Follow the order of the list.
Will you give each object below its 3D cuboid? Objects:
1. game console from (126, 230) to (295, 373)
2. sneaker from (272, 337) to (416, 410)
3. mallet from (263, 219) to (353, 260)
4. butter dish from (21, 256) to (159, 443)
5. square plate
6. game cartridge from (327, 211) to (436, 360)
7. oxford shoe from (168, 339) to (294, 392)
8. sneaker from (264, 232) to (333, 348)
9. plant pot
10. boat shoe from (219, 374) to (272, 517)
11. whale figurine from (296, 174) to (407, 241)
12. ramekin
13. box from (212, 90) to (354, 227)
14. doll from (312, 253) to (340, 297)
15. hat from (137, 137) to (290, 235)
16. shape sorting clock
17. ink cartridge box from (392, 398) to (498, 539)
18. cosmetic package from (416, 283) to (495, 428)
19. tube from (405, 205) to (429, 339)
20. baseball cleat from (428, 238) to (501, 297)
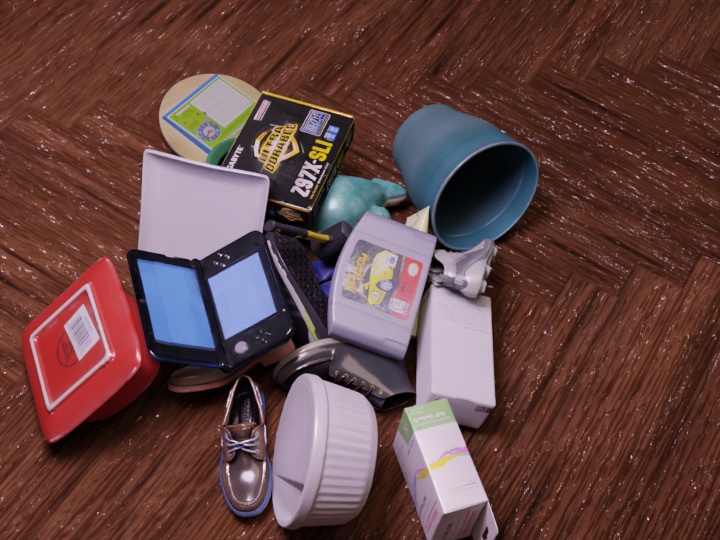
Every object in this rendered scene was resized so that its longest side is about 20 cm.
[{"bbox_3d":[-0.207,0.030,1.571,0.170,0.118,0.200,-29,53,9],"label":"game console"},{"bbox_3d":[-0.020,0.156,1.637,0.199,0.075,0.106,-12,58,-18],"label":"sneaker"},{"bbox_3d":[-0.070,-0.056,1.643,0.066,0.200,0.041,-28,72,16],"label":"mallet"},{"bbox_3d":[-0.350,0.121,1.575,0.148,0.199,0.200,26,30,-49],"label":"butter dish"},{"bbox_3d":[-0.234,-0.069,1.692,0.197,0.201,0.028,13,23,11],"label":"square plate"},{"bbox_3d":[0.026,0.017,1.660,0.133,0.041,0.201,18,68,-5],"label":"game cartridge"},{"bbox_3d":[-0.191,0.114,1.628,0.200,0.074,0.071,-24,21,-31],"label":"oxford shoe"},{"bbox_3d":[-0.104,0.039,1.676,0.072,0.083,0.201,-20,83,-59],"label":"sneaker"},{"bbox_3d":[0.151,-0.167,1.835,0.199,0.201,0.188,-20,46,-22],"label":"plant pot"},{"bbox_3d":[-0.163,0.235,1.554,0.072,0.072,0.201,-8,53,-2],"label":"boat shoe"},{"bbox_3d":[-0.014,-0.114,1.806,0.159,0.104,0.200,20,37,41],"label":"whale figurine"},{"bbox_3d":[-0.047,0.244,1.503,0.094,0.203,0.203,11,52,-17],"label":"ramekin"},{"bbox_3d":[-0.114,-0.172,1.738,0.159,0.049,0.200,18,56,9],"label":"box"},{"bbox_3d":[0.000,0.000,1.769,0.200,0.049,0.137,-22,60,-30],"label":"doll"},{"bbox_3d":[-0.225,-0.112,1.833,0.165,0.176,0.201,-6,77,-41],"label":"hat"},{"bbox_3d":[-0.239,-0.249,1.915,0.199,0.039,0.201,6,55,-9],"label":"shape sorting clock"},{"bbox_3d":[0.112,0.290,1.534,0.067,0.117,0.200,-11,56,-16],"label":"ink cartridge box"},{"bbox_3d":[0.138,0.124,1.672,0.101,0.074,0.201,14,50,-11],"label":"cosmetic package"},{"bbox_3d":[0.075,0.004,1.736,0.058,0.052,0.201,0,71,26],"label":"tube"},{"bbox_3d":[0.156,-0.016,1.745,0.106,0.070,0.200,18,14,5],"label":"baseball cleat"}]
